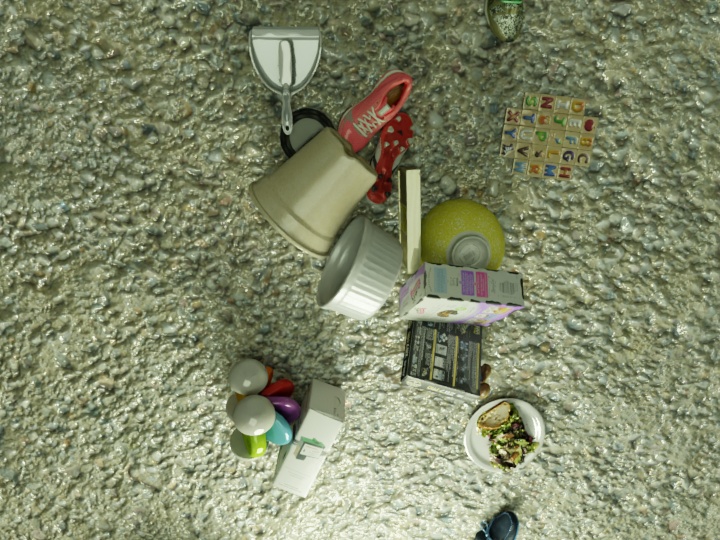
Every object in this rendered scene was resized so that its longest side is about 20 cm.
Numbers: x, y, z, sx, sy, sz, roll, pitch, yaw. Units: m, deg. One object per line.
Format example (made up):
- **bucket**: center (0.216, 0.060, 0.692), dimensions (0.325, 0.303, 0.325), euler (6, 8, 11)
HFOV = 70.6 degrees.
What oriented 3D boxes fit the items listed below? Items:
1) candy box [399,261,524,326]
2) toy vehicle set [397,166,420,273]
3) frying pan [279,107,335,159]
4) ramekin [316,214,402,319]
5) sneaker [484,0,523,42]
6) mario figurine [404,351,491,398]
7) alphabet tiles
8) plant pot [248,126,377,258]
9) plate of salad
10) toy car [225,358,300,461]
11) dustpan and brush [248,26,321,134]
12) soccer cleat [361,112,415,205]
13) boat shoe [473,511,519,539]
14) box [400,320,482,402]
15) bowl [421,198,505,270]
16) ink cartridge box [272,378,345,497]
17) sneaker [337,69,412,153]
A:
- **candy box**: center (0.193, 0.052, 1.008), dimensions (0.199, 0.168, 0.072), euler (6, 70, -11)
- **toy vehicle set**: center (0.098, -0.105, 1.027), dimensions (0.026, 0.124, 0.201), euler (-3, 105, -3)
- **frying pan**: center (-0.072, -0.251, 1.027), dimensions (0.189, 0.031, 0.115), euler (24, 101, -12)
- **ramekin**: center (0.000, 0.000, 1.015), dimensions (0.097, 0.201, 0.201), euler (25, 102, -17)
- **sneaker**: center (0.280, -0.535, 0.945), dimensions (0.076, 0.089, 0.201), euler (-4, 105, -3)
- **mario figurine**: center (0.193, 0.208, 1.114), dimensions (0.199, 0.123, 0.107), euler (19, 100, -3)
- **alphabet tiles**: center (0.392, -0.278, 1.061), dimensions (0.198, 0.006, 0.168), euler (5, 104, -5)
- **plant pot**: center (-0.074, -0.158, 0.955), dimensions (0.200, 0.201, 0.183), euler (42, 104, -12)
- **plate of salad**: center (0.347, 0.400, 1.212), dimensions (0.198, 0.048, 0.202), euler (-1, 104, -4)
- **toy car**: center (-0.204, 0.293, 1.082), dimensions (0.149, 0.201, 0.176), euler (-2, 135, -21)
- **dustpan and brush**: center (-0.142, -0.365, 0.977), dimensions (0.138, 0.057, 0.201), euler (-1, 105, -3)
- **soccer cleat**: center (0.048, -0.224, 1.025), dimensions (0.068, 0.085, 0.201), euler (22, 80, -25)
- **boat shoe**: center (0.319, 0.684, 1.264), dimensions (0.068, 0.084, 0.201), euler (25, 99, -21)
- **box**: center (0.176, 0.159, 1.074), dimensions (0.160, 0.201, 0.049), euler (15, 145, -7)
- **bowl**: center (0.216, -0.043, 1.059), dimensions (0.199, 0.108, 0.202), euler (-1, 105, -3)
- **ink cartridge box**: center (-0.111, 0.363, 1.124), dimensions (0.084, 0.146, 0.201), euler (24, 101, -8)
- **sneaker**: center (0.025, -0.307, 0.982), dimensions (0.074, 0.087, 0.200), euler (38, 97, -23)
